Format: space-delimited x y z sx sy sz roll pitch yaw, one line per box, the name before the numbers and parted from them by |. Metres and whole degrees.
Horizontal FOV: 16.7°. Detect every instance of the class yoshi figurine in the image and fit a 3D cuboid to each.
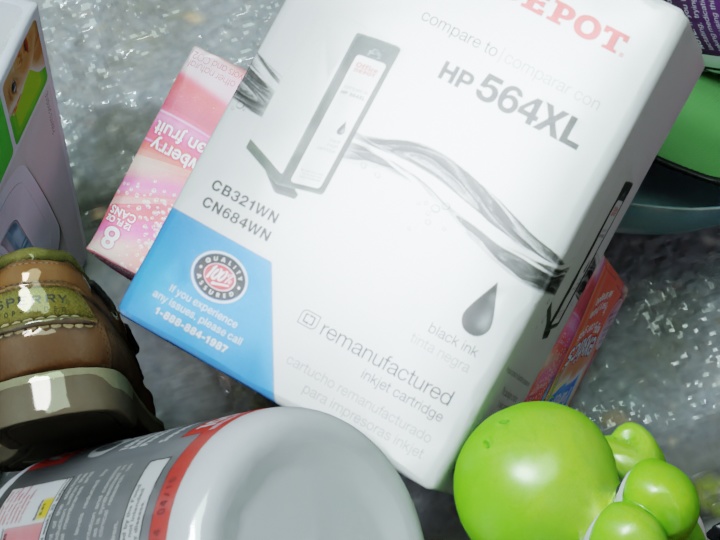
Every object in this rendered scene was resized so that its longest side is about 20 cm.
yoshi figurine | 0.074 0.107 0.926 0.111 0.200 0.113 2 63 -4

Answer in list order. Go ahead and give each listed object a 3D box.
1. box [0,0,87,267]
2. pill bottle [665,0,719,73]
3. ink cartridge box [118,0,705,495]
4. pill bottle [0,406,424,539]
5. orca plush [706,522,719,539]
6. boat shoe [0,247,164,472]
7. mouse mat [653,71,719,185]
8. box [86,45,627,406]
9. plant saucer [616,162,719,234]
box | -0.193 0.006 0.989 0.096 0.200 0.177 14 61 8
pill bottle | 0.195 -0.137 1.064 0.199 0.113 0.113 15 56 47
ink cartridge box | 0.022 -0.035 0.943 0.145 0.084 0.201 28 89 15
pill bottle | -0.079 0.120 0.918 0.115 0.199 0.117 11 72 -40
orca plush | 0.199 0.181 0.962 0.071 0.105 0.200 -45 69 12
boat shoe | -0.115 0.038 0.967 0.071 0.200 0.068 -9 79 -9
mouse mat | 0.099 -0.098 1.102 0.199 0.008 0.161 25 29 15
box | 0.000 0.000 1.035 0.199 0.095 0.103 28 88 15
plant saucer | 0.090 -0.068 1.077 0.199 0.028 0.200 14 28 -7
